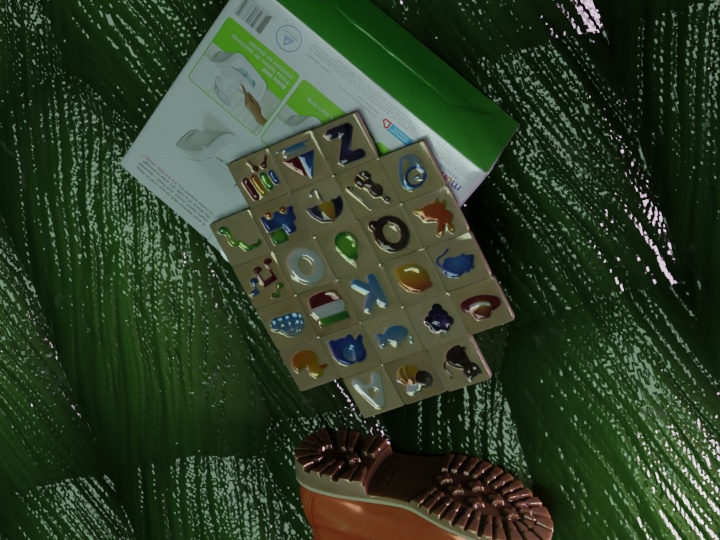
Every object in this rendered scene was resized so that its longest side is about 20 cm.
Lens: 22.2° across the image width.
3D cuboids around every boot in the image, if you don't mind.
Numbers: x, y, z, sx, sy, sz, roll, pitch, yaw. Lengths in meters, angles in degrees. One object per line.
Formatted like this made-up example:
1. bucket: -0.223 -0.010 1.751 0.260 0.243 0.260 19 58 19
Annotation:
1. boot: 0.047 0.191 1.347 0.199 0.075 0.108 13 121 24

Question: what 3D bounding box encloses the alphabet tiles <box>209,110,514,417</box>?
1. alphabet tiles: 0.000 0.000 1.198 0.166 0.006 0.201 -20 108 25

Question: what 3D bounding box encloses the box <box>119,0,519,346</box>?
1. box: -0.029 -0.082 1.227 0.200 0.097 0.177 38 122 0
